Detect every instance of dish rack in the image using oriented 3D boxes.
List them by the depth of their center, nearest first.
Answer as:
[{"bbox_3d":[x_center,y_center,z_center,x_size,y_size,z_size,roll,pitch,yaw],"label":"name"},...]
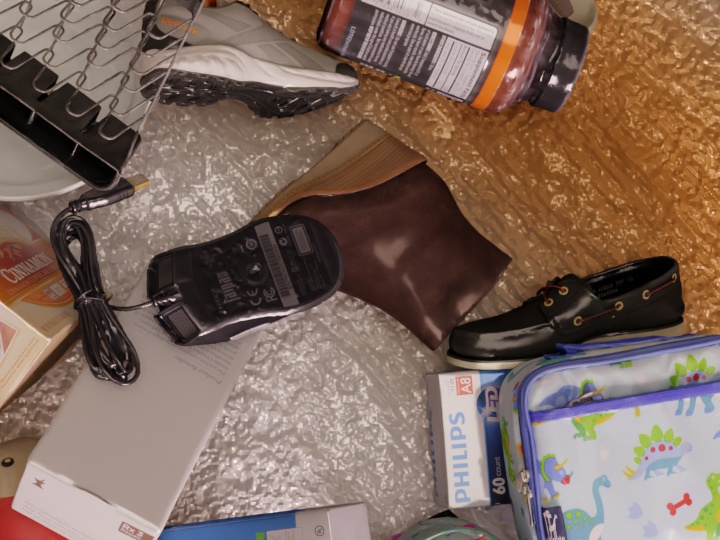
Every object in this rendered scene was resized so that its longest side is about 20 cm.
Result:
[{"bbox_3d":[-0.182,-0.167,0.891,0.153,0.200,0.055,35,41,-2],"label":"dish rack"}]

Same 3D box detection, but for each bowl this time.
[{"bbox_3d":[-0.249,-0.143,1.009,0.199,0.090,0.204,1,82,-8],"label":"bowl"}]

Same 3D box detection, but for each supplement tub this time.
[{"bbox_3d":[0.073,-0.189,1.056,0.198,0.107,0.108,19,81,-6],"label":"supplement tub"}]

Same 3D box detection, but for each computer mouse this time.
[{"bbox_3d":[-0.119,-0.008,0.965,0.198,0.046,0.141,-22,77,-22],"label":"computer mouse"}]

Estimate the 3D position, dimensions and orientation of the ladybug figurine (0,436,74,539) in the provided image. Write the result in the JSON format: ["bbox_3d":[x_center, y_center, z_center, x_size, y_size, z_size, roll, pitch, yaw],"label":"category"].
[{"bbox_3d":[-0.236,0.217,0.950,0.135,0.072,0.202,-21,77,30],"label":"ladybug figurine"}]

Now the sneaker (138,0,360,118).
[{"bbox_3d":[-0.076,-0.160,1.008,0.199,0.074,0.080,5,74,-46],"label":"sneaker"}]

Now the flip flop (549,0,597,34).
[{"bbox_3d":[0.124,-0.269,1.097,0.081,0.058,0.201,-34,89,-11],"label":"flip flop"}]

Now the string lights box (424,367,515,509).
[{"bbox_3d":[0.154,0.122,1.053,0.198,0.059,0.104,-4,86,-9],"label":"string lights box"}]

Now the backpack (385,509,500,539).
[{"bbox_3d":[0.090,0.271,0.986,0.166,0.126,0.201,-37,99,-15],"label":"backpack"}]

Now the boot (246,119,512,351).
[{"bbox_3d":[0.000,0.000,1.038,0.200,0.072,0.166,-43,89,-15],"label":"boot"}]

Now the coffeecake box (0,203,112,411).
[{"bbox_3d":[-0.287,-0.006,0.948,0.199,0.154,0.073,39,101,-2],"label":"coffeecake box"}]

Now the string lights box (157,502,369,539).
[{"bbox_3d":[-0.089,0.225,0.951,0.198,0.059,0.104,-11,81,26],"label":"string lights box"}]

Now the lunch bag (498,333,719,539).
[{"bbox_3d":[0.203,0.128,0.989,0.198,0.082,0.163,-7,89,-10],"label":"lunch bag"}]

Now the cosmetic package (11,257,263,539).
[{"bbox_3d":[-0.151,0.097,0.956,0.101,0.074,0.201,29,48,-3],"label":"cosmetic package"}]

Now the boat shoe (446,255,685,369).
[{"bbox_3d":[0.157,0.032,1.052,0.199,0.074,0.064,-11,107,-16],"label":"boat shoe"}]
